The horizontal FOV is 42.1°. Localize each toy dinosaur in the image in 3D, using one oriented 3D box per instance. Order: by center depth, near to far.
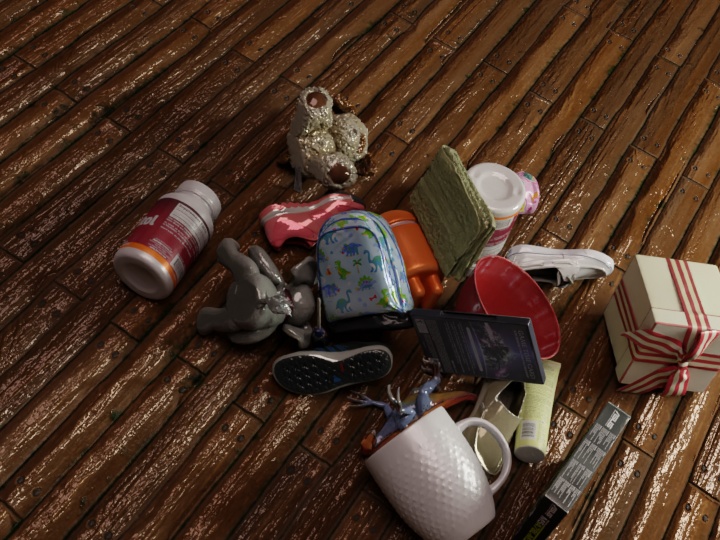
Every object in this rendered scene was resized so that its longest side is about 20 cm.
[{"bbox_3d":[0.079,0.230,1.488,0.199,0.105,0.183,29,72,-3],"label":"toy dinosaur"}]

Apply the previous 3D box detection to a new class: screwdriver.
[{"bbox_3d":[-0.070,0.087,1.489,0.029,0.200,0.028,-30,69,-10],"label":"screwdriver"}]

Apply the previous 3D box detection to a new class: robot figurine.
[{"bbox_3d":[0.077,-0.023,1.650,0.143,0.117,0.201,-27,61,4],"label":"robot figurine"}]

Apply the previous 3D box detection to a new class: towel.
[{"bbox_3d":[0.154,-0.096,1.579,0.036,0.149,0.201,-2,51,-34],"label":"towel"}]

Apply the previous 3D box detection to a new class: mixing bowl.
[{"bbox_3d":[0.231,0.087,1.585,0.199,0.108,0.201,29,40,-27],"label":"mixing bowl"}]

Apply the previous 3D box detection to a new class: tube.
[{"bbox_3d":[0.292,0.224,1.561,0.058,0.052,0.201,45,41,-30],"label":"tube"}]

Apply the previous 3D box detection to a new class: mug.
[{"bbox_3d":[0.134,0.303,1.395,0.199,0.148,0.176,-33,77,-14],"label":"mug"}]

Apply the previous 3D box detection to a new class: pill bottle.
[{"bbox_3d":[-0.322,-0.057,1.593,0.112,0.113,0.201,25,52,7],"label":"pill bottle"},{"bbox_3d":[0.213,-0.086,1.669,0.113,0.201,0.115,6,53,-8],"label":"pill bottle"}]

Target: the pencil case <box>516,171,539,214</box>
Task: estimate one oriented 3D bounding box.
[{"bbox_3d":[0.240,-0.140,1.787,0.198,0.088,0.088,-7,56,-17],"label":"pencil case"}]

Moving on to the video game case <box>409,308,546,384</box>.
[{"bbox_3d":[0.188,0.122,1.498,0.198,0.144,0.019,3,46,28],"label":"video game case"}]

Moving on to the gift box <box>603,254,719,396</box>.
[{"bbox_3d":[0.520,0.104,1.616,0.198,0.186,0.188,3,45,-5],"label":"gift box"}]

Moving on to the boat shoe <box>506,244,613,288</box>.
[{"bbox_3d":[0.369,0.002,1.728,0.198,0.074,0.066,4,58,3],"label":"boat shoe"}]

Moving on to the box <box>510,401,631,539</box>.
[{"bbox_3d":[0.311,0.318,1.401,0.047,0.194,0.200,36,55,14],"label":"box"}]

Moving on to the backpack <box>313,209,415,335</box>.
[{"bbox_3d":[0.000,0.000,1.535,0.162,0.154,0.202,-6,83,22],"label":"backpack"}]

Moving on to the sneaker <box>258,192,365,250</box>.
[{"bbox_3d":[-0.082,-0.081,1.700,0.198,0.074,0.088,-11,71,-14],"label":"sneaker"}]

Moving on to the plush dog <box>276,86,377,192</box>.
[{"bbox_3d":[-0.055,-0.243,1.790,0.171,0.160,0.202,-17,87,-39],"label":"plush dog"}]

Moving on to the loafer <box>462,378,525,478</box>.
[{"bbox_3d":[0.216,0.244,1.500,0.075,0.068,0.201,37,49,-19],"label":"loafer"}]

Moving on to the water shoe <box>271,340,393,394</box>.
[{"bbox_3d":[-0.044,0.157,1.533,0.198,0.072,0.079,-5,10,4],"label":"water shoe"}]

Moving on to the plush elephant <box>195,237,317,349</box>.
[{"bbox_3d":[-0.144,0.048,1.541,0.199,0.154,0.166,13,90,38],"label":"plush elephant"}]
